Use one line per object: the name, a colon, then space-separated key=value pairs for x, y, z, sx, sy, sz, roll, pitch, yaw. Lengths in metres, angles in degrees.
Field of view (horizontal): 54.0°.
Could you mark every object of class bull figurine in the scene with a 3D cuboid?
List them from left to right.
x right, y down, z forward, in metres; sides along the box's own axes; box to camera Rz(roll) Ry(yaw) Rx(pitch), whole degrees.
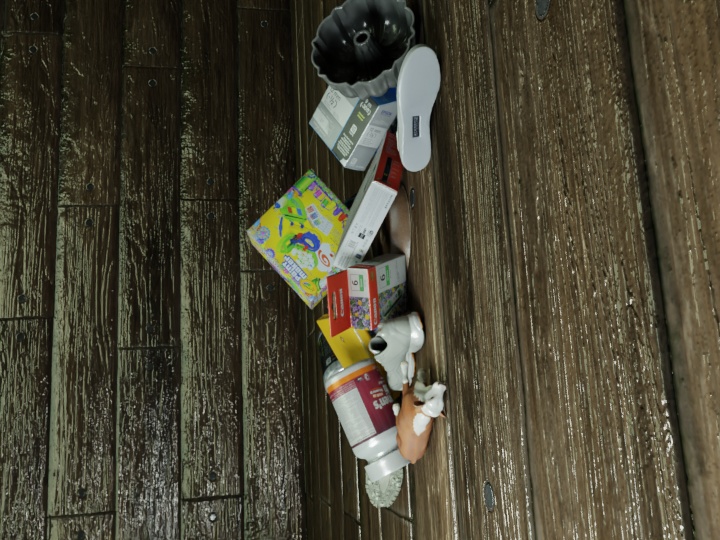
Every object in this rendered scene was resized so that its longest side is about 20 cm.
bull figurine: x=0.092 y=0.230 z=1.166 sx=0.123 sy=0.063 sz=0.204 roll=-97 pitch=14 yaw=-46

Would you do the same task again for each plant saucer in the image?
plant saucer: x=0.059 y=-0.072 z=1.399 sx=0.200 sy=0.035 sz=0.208 roll=179 pitch=90 yaw=-79

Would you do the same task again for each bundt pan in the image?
bundt pan: x=0.013 y=-0.391 z=1.260 sx=0.076 sy=0.196 sz=0.208 roll=50 pitch=-150 yaw=-59

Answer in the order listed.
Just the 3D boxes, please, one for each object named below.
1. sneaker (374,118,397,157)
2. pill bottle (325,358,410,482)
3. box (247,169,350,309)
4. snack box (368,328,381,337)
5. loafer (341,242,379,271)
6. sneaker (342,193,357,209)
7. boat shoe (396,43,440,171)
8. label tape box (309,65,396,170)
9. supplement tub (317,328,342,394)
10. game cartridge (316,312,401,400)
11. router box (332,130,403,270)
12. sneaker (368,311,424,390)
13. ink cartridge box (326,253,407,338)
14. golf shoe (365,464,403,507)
sneaker: x=0.032 y=-0.283 z=1.406 sx=0.074 sy=0.080 sz=0.207 roll=-145 pitch=53 yaw=-75
pill bottle: x=0.019 y=0.278 z=1.320 sx=0.204 sy=0.107 sz=0.110 roll=64 pitch=162 yaw=13
box: x=-0.105 y=-0.064 z=1.510 sx=0.200 sy=0.192 sz=0.122 roll=46 pitch=170 yaw=5
snack box: x=0.028 y=0.145 z=1.480 sx=0.202 sy=0.070 sz=0.025 roll=106 pitch=160 yaw=-57
loafer: x=0.000 y=0.000 z=1.371 sx=0.070 sy=0.073 sz=0.204 roll=57 pitch=-162 yaw=-50
sneaker: x=0.004 y=-0.135 z=1.569 sx=0.074 sy=0.082 sz=0.199 roll=50 pitch=169 yaw=-26
boat shoe: x=0.088 y=-0.270 z=1.158 sx=0.070 sy=0.069 sz=0.205 roll=-113 pitch=18 yaw=-57
label tape box: x=0.000 y=-0.315 z=1.325 sx=0.144 sy=0.065 sz=0.202 roll=52 pitch=125 yaw=32
supplement tub: x=-0.040 y=0.203 z=1.720 sx=0.203 sy=0.118 sz=0.125 roll=-104 pitch=17 yaw=-49
game cartridge: x=-0.003 y=0.176 z=1.452 sx=0.203 sy=0.032 sz=0.175 roll=59 pitch=156 yaw=-6
router box: x=0.020 y=-0.125 z=1.300 sx=0.182 sy=0.048 sz=0.202 roll=-75 pitch=10 yaw=-50
sneaker: x=0.054 y=0.148 z=1.284 sx=0.203 sy=0.089 sz=0.077 roll=99 pitch=164 yaw=-46
ink cartridge box: x=0.016 y=0.043 z=1.256 sx=0.198 sy=0.049 sz=0.113 roll=-21 pitch=-70 yaw=-55
golf shoe: x=0.053 y=0.367 z=1.422 sx=0.097 sy=0.076 sz=0.207 roll=5 pitch=-92 yaw=-83
